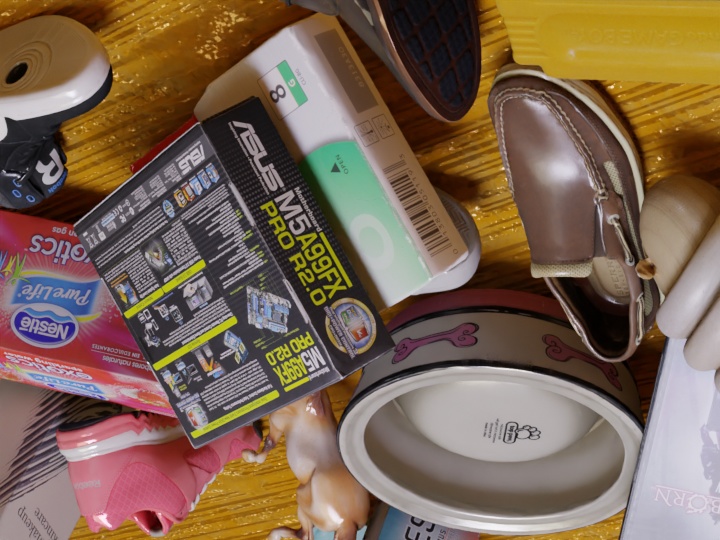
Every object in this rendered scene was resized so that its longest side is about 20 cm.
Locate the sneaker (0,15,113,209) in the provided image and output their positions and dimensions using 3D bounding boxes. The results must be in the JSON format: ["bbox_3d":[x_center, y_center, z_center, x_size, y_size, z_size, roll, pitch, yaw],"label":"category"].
[{"bbox_3d":[-0.200,-0.092,1.206,0.199,0.073,0.112,1,143,42],"label":"sneaker"}]

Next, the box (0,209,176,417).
[{"bbox_3d":[-0.183,0.029,1.301,0.199,0.096,0.100,11,163,17],"label":"box"}]

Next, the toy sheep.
[{"bbox_3d":[0.235,0.016,1.041,0.200,0.138,0.138,36,146,11],"label":"toy sheep"}]

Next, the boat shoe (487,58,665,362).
[{"bbox_3d":[0.123,-0.027,1.092,0.074,0.075,0.203,-4,136,33],"label":"boat shoe"}]

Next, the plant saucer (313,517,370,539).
[{"bbox_3d":[0.042,0.261,1.496,0.200,0.036,0.201,36,147,28],"label":"plant saucer"}]

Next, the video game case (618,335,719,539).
[{"bbox_3d":[0.239,0.105,1.155,0.142,0.019,0.201,11,115,5],"label":"video game case"}]

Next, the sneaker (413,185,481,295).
[{"bbox_3d":[0.000,0.000,1.208,0.199,0.074,0.116,11,146,33],"label":"sneaker"}]

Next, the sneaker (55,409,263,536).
[{"bbox_3d":[-0.140,0.144,1.384,0.073,0.087,0.200,-12,172,33],"label":"sneaker"}]

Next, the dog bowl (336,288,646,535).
[{"bbox_3d":[0.087,0.088,1.236,0.199,0.074,0.201,5,143,4],"label":"dog bowl"}]

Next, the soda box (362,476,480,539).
[{"bbox_3d":[0.036,0.191,1.314,0.068,0.201,0.064,26,144,-5],"label":"soda box"}]

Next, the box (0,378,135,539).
[{"bbox_3d":[-0.226,0.124,1.377,0.068,0.201,0.082,3,140,26],"label":"box"}]

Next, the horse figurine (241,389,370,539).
[{"bbox_3d":[-0.037,0.135,1.342,0.050,0.201,0.133,-8,159,-29],"label":"horse figurine"}]

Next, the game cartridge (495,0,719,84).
[{"bbox_3d":[0.139,-0.168,0.940,0.175,0.033,0.201,5,139,25],"label":"game cartridge"}]

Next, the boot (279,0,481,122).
[{"bbox_3d":[-0.011,-0.162,1.013,0.097,0.075,0.201,4,134,44],"label":"boot"}]

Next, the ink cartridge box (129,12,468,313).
[{"bbox_3d":[-0.051,-0.032,1.129,0.200,0.050,0.161,-32,88,39],"label":"ink cartridge box"}]

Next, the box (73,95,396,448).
[{"bbox_3d":[-0.079,0.007,1.134,0.161,0.044,0.200,60,147,0],"label":"box"}]
